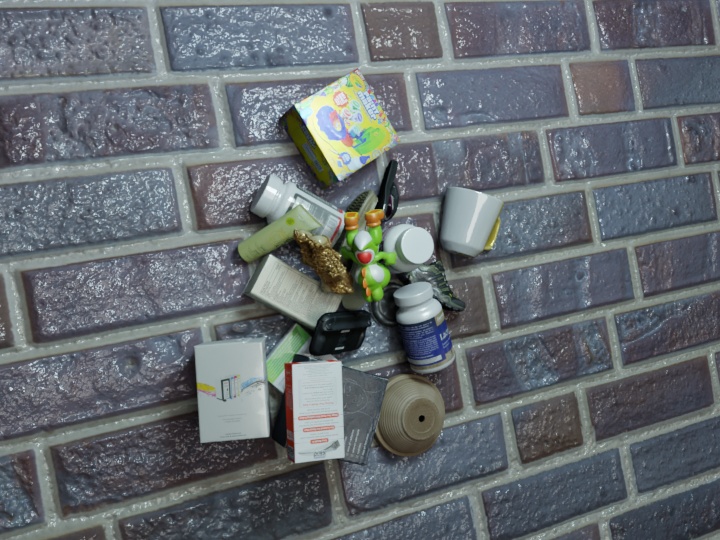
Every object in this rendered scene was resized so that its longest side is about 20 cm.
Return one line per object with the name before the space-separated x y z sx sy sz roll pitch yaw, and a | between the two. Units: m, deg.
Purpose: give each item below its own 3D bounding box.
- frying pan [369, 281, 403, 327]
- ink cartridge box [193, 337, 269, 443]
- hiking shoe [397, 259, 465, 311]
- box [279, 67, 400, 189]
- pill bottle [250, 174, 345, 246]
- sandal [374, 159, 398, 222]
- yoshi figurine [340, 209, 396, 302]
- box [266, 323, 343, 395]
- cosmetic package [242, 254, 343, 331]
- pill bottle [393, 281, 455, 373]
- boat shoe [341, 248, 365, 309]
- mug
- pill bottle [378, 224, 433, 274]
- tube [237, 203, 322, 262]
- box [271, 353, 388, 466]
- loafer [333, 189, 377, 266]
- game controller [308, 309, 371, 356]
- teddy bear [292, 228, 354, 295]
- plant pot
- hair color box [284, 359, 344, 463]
frying pan | 0.060 0.052 1.744 0.115 0.031 0.191 -32 101 -22
ink cartridge box | -0.271 0.250 1.514 0.144 0.147 0.201 -4 88 -6
hiking shoe | 0.195 0.027 1.773 0.200 0.076 0.101 34 78 -16
box | -0.049 -0.332 1.672 0.192 0.122 0.200 -36 100 -21
pill bottle | -0.143 -0.131 1.624 0.199 0.114 0.114 28 77 -18
sandal | 0.071 -0.178 1.718 0.048 0.075 0.201 20 66 -11
yoshi figurine | 0.020 -0.033 1.568 0.112 0.112 0.201 -16 105 -30
box | -0.125 0.241 1.650 0.200 0.036 0.144 44 72 -15
cosmetic package | -0.155 0.055 1.621 0.200 0.087 0.104 32 77 -18
pill bottle | 0.150 0.136 1.707 0.115 0.116 0.201 -25 108 -22
boat shoe | 0.000 0.000 1.655 0.074 0.062 0.201 9 115 -8
mug | 0.285 -0.111 1.788 0.186 0.149 0.154 17 88 -14
pill bottle | 0.090 -0.050 1.667 0.112 0.200 0.113 2 85 -23
tube | -0.185 -0.081 1.568 0.058 0.199 0.052 -5 71 -63
box | -0.069 0.309 1.583 0.196 0.124 0.201 19 81 -21
loafer | -0.007 -0.098 1.703 0.067 0.076 0.201 27 90 -26
game controller | -0.045 0.144 1.630 0.200 0.042 0.105 1 120 -56
teddy bear | -0.084 -0.013 1.547 0.145 0.200 0.067 26 66 25
plant pot | 0.129 0.354 1.716 0.200 0.093 0.202 1 87 -22
hair color box | -0.097 0.291 1.477 0.110 0.064 0.201 -1 86 -22
